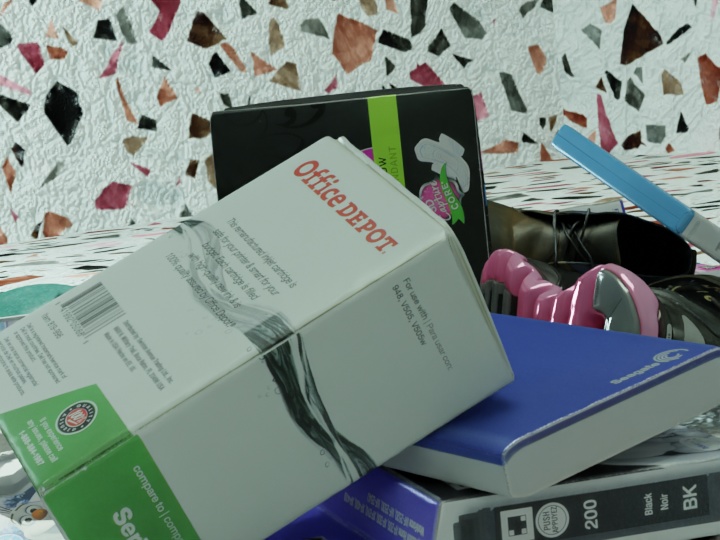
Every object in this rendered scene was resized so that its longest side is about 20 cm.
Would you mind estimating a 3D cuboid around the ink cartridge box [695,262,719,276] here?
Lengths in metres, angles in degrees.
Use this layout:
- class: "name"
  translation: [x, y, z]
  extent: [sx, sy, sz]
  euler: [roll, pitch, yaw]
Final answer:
- class: "ink cartridge box"
  translation: [0.172, 0.022, 1.868]
  extent: [0.200, 0.037, 0.095]
  euler: [-9, 7, -13]

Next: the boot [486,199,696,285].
- class: "boot"
  translation: [0.111, -0.023, 1.501]
  extent: [0.200, 0.075, 0.097]
  euler: [23, -36, -34]

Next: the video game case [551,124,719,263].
- class: "video game case"
  translation: [0.216, -0.012, 1.451]
  extent: [0.200, 0.018, 0.143]
  euler: [30, 6, -35]

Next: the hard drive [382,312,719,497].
- class: "hard drive"
  translation: [0.053, 0.055, 1.111]
  extent: [0.132, 0.025, 0.200]
  euler: [-21, 17, -32]

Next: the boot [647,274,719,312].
- class: "boot"
  translation: [0.150, 0.041, 1.394]
  extent: [0.150, 0.073, 0.200]
  euler: [2, 8, -24]

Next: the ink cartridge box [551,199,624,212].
- class: "ink cartridge box"
  translation: [0.107, 0.014, 1.593]
  extent: [0.200, 0.095, 0.037]
  euler: [-11, -2, -43]

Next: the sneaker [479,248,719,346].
- class: "sneaker"
  translation: [0.123, 0.034, 1.237]
  extent: [0.095, 0.079, 0.200]
  euler: [7, 3, -23]

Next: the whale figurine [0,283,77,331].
- class: "whale figurine"
  translation: [-0.175, 0.072, 1.275]
  extent: [0.159, 0.104, 0.200]
  euler: [20, 23, 13]

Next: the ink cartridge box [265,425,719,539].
- class: "ink cartridge box"
  translation: [0.050, 0.100, 1.121]
  extent: [0.200, 0.043, 0.198]
  euler: [-9, 6, -15]

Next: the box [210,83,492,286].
- class: "box"
  translation: [0.000, 0.000, 1.388]
  extent: [0.148, 0.200, 0.124]
  euler: [-6, 5, 1]

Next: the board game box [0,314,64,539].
- class: "board game box"
  translation: [-0.174, 0.076, 1.181]
  extent: [0.200, 0.026, 0.200]
  euler: [-7, 37, -7]

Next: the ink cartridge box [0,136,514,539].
- class: "ink cartridge box"
  translation: [-0.054, 0.041, 1.063]
  extent: [0.200, 0.083, 0.147]
  euler: [-32, 29, -8]
